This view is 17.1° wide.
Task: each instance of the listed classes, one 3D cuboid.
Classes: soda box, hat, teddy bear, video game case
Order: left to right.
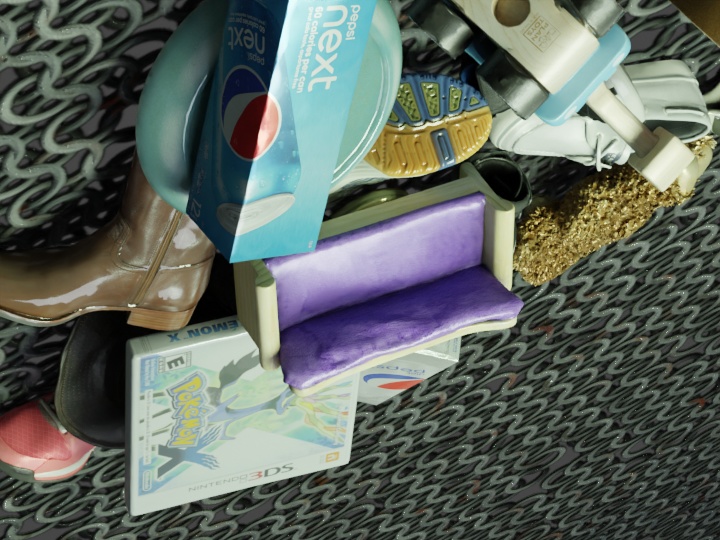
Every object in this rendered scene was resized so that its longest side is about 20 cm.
[{"bbox_3d":[-0.135,0.081,1.847,0.200,0.081,0.201,-26,139,-25],"label":"hat"},{"bbox_3d":[-0.088,0.101,1.802,0.182,0.022,0.200,-13,141,-16],"label":"video game case"},{"bbox_3d":[-0.051,-0.106,1.505,0.068,0.064,0.200,-9,128,-33],"label":"soda box"},{"bbox_3d":[0.021,0.057,1.962,0.063,0.068,0.200,12,163,-17],"label":"soda box"},{"bbox_3d":[0.208,-0.063,2.003,0.200,0.067,0.145,-28,-171,42],"label":"teddy bear"}]

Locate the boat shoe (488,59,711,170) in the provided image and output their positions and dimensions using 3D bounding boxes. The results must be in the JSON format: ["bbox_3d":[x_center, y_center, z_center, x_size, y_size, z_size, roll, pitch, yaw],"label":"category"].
[{"bbox_3d":[0.193,-0.114,1.893,0.200,0.069,0.072,-10,152,-36],"label":"boat shoe"}]

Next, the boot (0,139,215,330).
[{"bbox_3d":[-0.167,-0.049,1.636,0.186,0.064,0.200,4,134,-26],"label":"boot"}]

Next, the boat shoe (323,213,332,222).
[{"bbox_3d":[0.000,0.000,1.801,0.200,0.068,0.072,22,118,-38],"label":"boat shoe"}]

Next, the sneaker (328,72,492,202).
[{"bbox_3d":[-0.006,-0.091,1.723,0.200,0.075,0.088,-14,178,-6],"label":"sneaker"}]

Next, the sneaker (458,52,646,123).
[{"bbox_3d":[0.134,-0.144,1.774,0.112,0.073,0.200,-29,150,10],"label":"sneaker"}]

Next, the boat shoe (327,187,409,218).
[{"bbox_3d":[-0.022,0.011,1.917,0.201,0.063,0.073,-44,152,28],"label":"boat shoe"}]

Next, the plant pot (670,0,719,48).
[{"bbox_3d":[0.347,-0.221,1.737,0.200,0.186,0.186,-49,153,12],"label":"plant pot"}]

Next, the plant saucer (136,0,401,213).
[{"bbox_3d":[-0.053,-0.110,1.580,0.200,0.027,0.200,-21,135,-23],"label":"plant saucer"}]

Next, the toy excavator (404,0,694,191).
[{"bbox_3d":[0.143,-0.142,1.642,0.100,0.194,0.200,-48,167,6],"label":"toy excavator"}]

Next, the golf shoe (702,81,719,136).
[{"bbox_3d":[0.363,-0.172,1.964,0.088,0.077,0.200,13,130,-40],"label":"golf shoe"}]

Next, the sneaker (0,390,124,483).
[{"bbox_3d":[-0.213,0.103,1.914,0.200,0.074,0.087,-17,143,-36],"label":"sneaker"}]

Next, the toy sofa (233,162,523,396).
[{"bbox_3d":[0.015,0.005,1.696,0.200,0.098,0.083,-18,133,-18],"label":"toy sofa"}]

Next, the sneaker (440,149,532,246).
[{"bbox_3d":[0.106,-0.048,1.907,0.099,0.071,0.200,-44,168,21],"label":"sneaker"}]
